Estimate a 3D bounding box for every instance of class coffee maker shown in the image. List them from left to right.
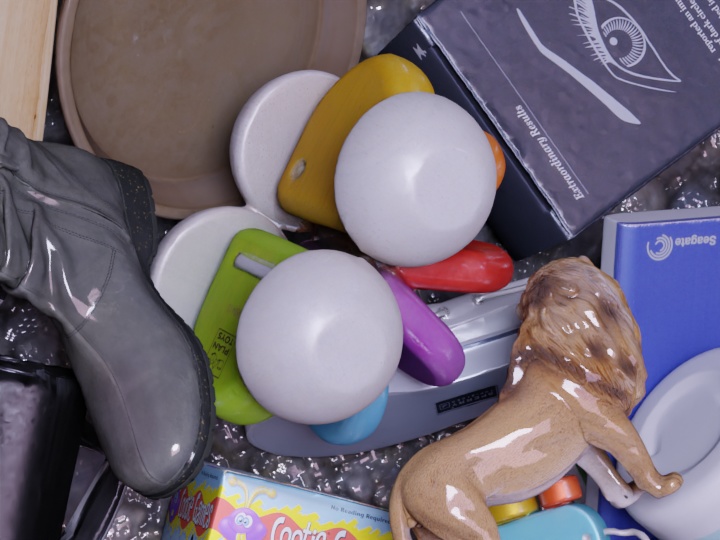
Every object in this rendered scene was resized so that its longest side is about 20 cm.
[{"bbox_3d":[-0.215,0.135,1.038,0.134,0.192,0.201,8,85,26],"label":"coffee maker"}]

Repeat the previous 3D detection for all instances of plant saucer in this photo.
[{"bbox_3d":[-0.080,-0.126,1.121,0.200,0.029,0.201,-19,121,-36],"label":"plant saucer"}]

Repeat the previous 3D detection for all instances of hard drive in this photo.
[{"bbox_3d":[0.190,0.065,1.184,0.132,0.025,0.201,-5,106,-24],"label":"hard drive"}]

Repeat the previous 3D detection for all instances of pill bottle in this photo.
[{"bbox_3d":[0.239,0.136,1.143,0.200,0.111,0.111,38,79,-24],"label":"pill bottle"}]

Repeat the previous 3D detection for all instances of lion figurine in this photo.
[{"bbox_3d":[0.075,0.090,1.049,0.200,0.072,0.123,-39,95,-23],"label":"lion figurine"}]

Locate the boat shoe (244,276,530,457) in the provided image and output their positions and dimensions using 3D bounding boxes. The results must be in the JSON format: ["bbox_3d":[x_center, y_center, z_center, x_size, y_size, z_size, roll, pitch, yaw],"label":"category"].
[{"bbox_3d":[0.029,0.050,1.182,0.199,0.074,0.065,-12,58,-8],"label":"boat shoe"}]

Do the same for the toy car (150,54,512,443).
[{"bbox_3d":[0.000,0.000,1.081,0.150,0.175,0.200,34,83,-31],"label":"toy car"}]

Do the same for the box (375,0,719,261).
[{"bbox_3d":[0.133,-0.123,1.183,0.200,0.104,0.148,-35,92,-14],"label":"box"}]

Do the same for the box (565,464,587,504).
[{"bbox_3d":[0.203,0.076,1.249,0.200,0.036,0.145,-29,98,-17],"label":"box"}]

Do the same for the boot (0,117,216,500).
[{"bbox_3d":[-0.147,0.010,0.992,0.131,0.068,0.200,24,38,-47],"label":"boot"}]

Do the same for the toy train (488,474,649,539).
[{"bbox_3d":[0.095,0.207,1.123,0.150,0.056,0.200,34,98,18],"label":"toy train"}]

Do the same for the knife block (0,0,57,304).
[{"bbox_3d":[-0.191,-0.088,1.053,0.064,0.200,0.176,-5,63,-44],"label":"knife block"}]

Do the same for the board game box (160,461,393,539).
[{"bbox_3d":[-0.062,0.210,1.127,0.103,0.105,0.201,16,84,-16],"label":"board game box"}]
